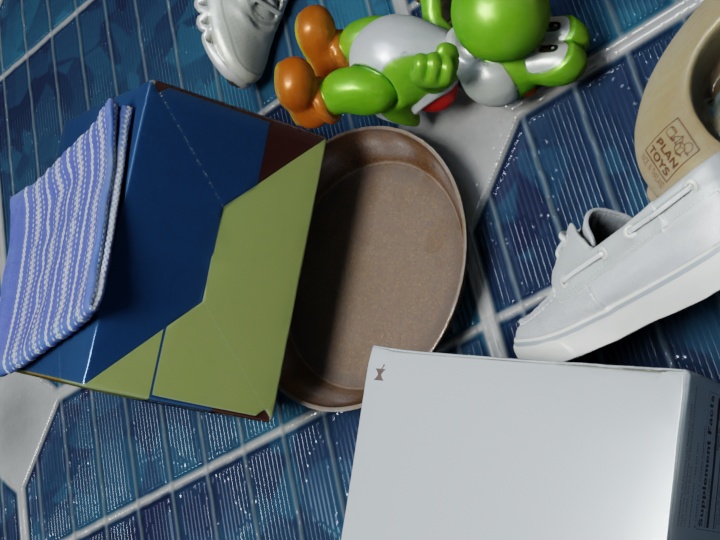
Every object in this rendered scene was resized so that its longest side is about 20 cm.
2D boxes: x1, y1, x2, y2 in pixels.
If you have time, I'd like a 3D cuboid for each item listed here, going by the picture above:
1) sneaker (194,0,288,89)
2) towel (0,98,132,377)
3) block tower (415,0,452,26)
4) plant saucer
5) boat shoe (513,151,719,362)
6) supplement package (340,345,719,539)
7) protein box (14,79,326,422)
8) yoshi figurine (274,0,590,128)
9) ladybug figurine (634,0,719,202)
[{"bbox_3d":[-0.079,-0.246,0.941,0.080,0.075,0.202,-1,77,31],"label":"sneaker"},{"bbox_3d":[-0.208,-0.016,0.792,0.199,0.024,0.146,-27,54,53],"label":"towel"},{"bbox_3d":[0.038,-0.268,0.856,0.058,0.054,0.201,-39,56,24],"label":"block tower"},{"bbox_3d":[0.000,0.000,0.821,0.199,0.034,0.203,-12,70,37],"label":"plant saucer"},{"bbox_3d":[0.141,-0.002,0.636,0.069,0.072,0.200,62,151,6],"label":"boat shoe"},{"bbox_3d":[0.101,0.132,0.644,0.199,0.110,0.158,1,78,41],"label":"supplement package"},{"bbox_3d":[-0.144,-0.008,0.839,0.199,0.134,0.201,-3,74,60],"label":"protein box"},{"bbox_3d":[0.043,-0.151,0.748,0.198,0.112,0.114,-2,96,22],"label":"yoshi figurine"},{"bbox_3d":[0.236,-0.100,0.626,0.200,0.072,0.137,-40,56,24],"label":"ladybug figurine"}]
